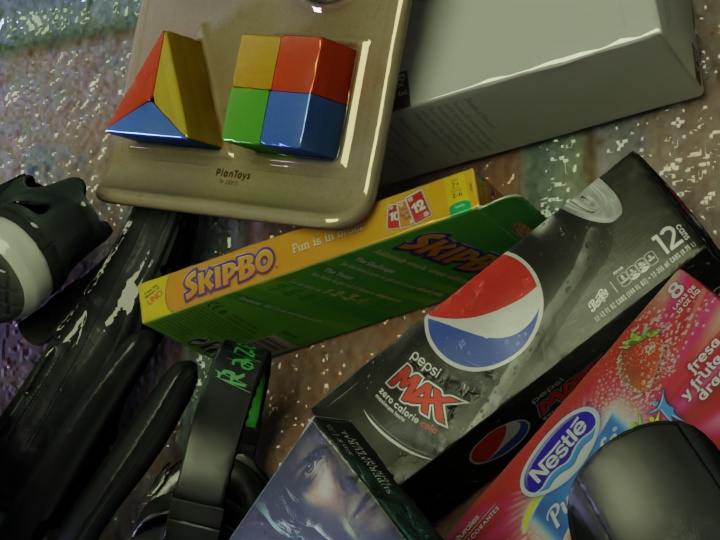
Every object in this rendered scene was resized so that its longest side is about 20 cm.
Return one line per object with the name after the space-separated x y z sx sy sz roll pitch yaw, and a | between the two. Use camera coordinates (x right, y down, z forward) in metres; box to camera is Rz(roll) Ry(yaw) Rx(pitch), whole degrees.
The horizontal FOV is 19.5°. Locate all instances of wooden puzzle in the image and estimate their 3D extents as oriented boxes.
-0.055 -0.125 1.032 0.185 0.046 0.201 8 82 42 | wooden puzzle

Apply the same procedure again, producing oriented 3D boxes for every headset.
-0.091 0.129 1.020 0.094 0.124 0.201 12 105 2 | headset

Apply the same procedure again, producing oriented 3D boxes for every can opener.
-0.146 0.118 1.048 0.063 0.079 0.200 27 103 5 | can opener

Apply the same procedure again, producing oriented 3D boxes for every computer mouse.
0.172 0.139 0.857 0.140 0.200 0.046 -24 25 -6 | computer mouse

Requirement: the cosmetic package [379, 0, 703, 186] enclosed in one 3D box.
0.062 -0.123 1.047 0.199 0.081 0.113 -17 65 21 | cosmetic package

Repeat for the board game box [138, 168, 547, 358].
0.000 0.000 1.030 0.199 0.096 0.030 -16 68 20 | board game box

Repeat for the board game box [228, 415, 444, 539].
-0.030 0.181 0.893 0.135 0.028 0.200 49 115 36 | board game box

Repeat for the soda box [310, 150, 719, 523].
0.079 0.036 0.996 0.200 0.071 0.063 -39 62 10 | soda box

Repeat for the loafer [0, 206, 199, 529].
-0.146 0.036 1.099 0.070 0.068 0.201 25 89 10 | loafer

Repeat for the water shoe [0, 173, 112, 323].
-0.195 -0.010 1.124 0.079 0.072 0.200 -36 20 -25 | water shoe

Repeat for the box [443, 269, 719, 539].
0.126 0.115 0.921 0.200 0.100 0.095 -50 38 5 | box
